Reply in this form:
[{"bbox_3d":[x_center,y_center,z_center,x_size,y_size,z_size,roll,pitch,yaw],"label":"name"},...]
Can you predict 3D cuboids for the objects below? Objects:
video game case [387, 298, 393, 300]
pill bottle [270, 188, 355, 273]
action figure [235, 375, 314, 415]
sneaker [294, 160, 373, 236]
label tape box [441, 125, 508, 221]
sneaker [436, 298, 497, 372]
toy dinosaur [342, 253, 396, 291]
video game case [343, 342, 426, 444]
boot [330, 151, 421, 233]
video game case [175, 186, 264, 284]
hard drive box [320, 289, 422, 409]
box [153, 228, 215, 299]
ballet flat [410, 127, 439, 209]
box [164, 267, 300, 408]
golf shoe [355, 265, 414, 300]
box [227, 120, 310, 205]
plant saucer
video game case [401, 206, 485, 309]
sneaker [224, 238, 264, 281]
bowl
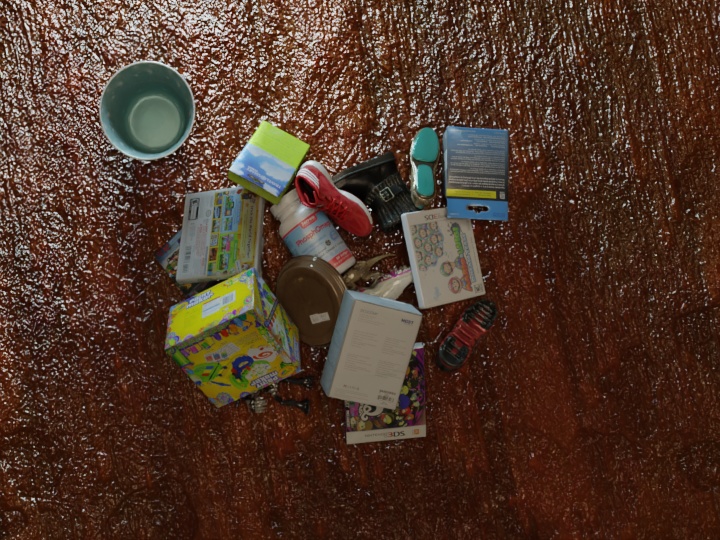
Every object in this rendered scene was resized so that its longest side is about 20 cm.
[{"bbox_3d":[0.012,0.169,1.627,0.139,0.018,0.206,-8,105,-4],"label":"video game case"},{"bbox_3d":[-0.104,-0.070,1.619,0.108,0.109,0.202,-35,90,-7],"label":"pill bottle"},{"bbox_3d":[-0.196,0.239,1.593,0.194,0.102,0.122,11,78,-6],"label":"action figure"},{"bbox_3d":[-0.063,-0.127,1.563,0.199,0.116,0.079,40,119,-6],"label":"sneaker"},{"bbox_3d":[0.252,-0.207,1.679,0.140,0.063,0.206,3,82,-5],"label":"label tape box"},{"bbox_3d":[0.227,0.145,1.657,0.070,0.099,0.201,37,60,10],"label":"sneaker"},{"bbox_3d":[0.000,0.000,1.621,0.198,0.101,0.059,-34,103,-14],"label":"toy dinosaur"},{"bbox_3d":[0.050,0.262,1.622,0.176,0.036,0.206,-4,102,-7],"label":"video game case"},{"bbox_3d":[0.016,-0.149,1.651,0.207,0.079,0.161,-23,88,-7],"label":"boot"},{"bbox_3d":[-0.286,-0.076,1.570,0.177,0.023,0.205,-6,64,13],"label":"video game case"},{"bbox_3d":[0.021,0.159,1.530,0.152,0.077,0.205,14,99,-19],"label":"hard drive box"},{"bbox_3d":[-0.322,-0.051,1.603,0.200,0.038,0.136,-44,62,-6],"label":"box"},{"bbox_3d":[0.135,-0.220,1.667,0.069,0.066,0.204,12,57,-4],"label":"ballet flat"},{"bbox_3d":[-0.246,0.136,1.500,0.196,0.124,0.194,-23,128,11],"label":"box"},{"bbox_3d":[0.047,0.059,1.650,0.196,0.075,0.093,-26,99,0],"label":"golf shoe"},{"bbox_3d":[-0.193,-0.222,1.594,0.120,0.048,0.202,27,43,-4],"label":"box"},{"bbox_3d":[-0.102,0.069,1.587,0.196,0.029,0.206,12,113,28],"label":"plant saucer"},{"bbox_3d":[0.181,-0.032,1.648,0.178,0.023,0.206,-10,88,-34],"label":"video game case"},{"bbox_3d":[-0.227,0.032,1.624,0.078,0.130,0.203,-13,46,28],"label":"sneaker"},{"bbox_3d":[-0.440,-0.323,1.607,0.195,0.105,0.207,0,86,-6],"label":"bowl"}]
